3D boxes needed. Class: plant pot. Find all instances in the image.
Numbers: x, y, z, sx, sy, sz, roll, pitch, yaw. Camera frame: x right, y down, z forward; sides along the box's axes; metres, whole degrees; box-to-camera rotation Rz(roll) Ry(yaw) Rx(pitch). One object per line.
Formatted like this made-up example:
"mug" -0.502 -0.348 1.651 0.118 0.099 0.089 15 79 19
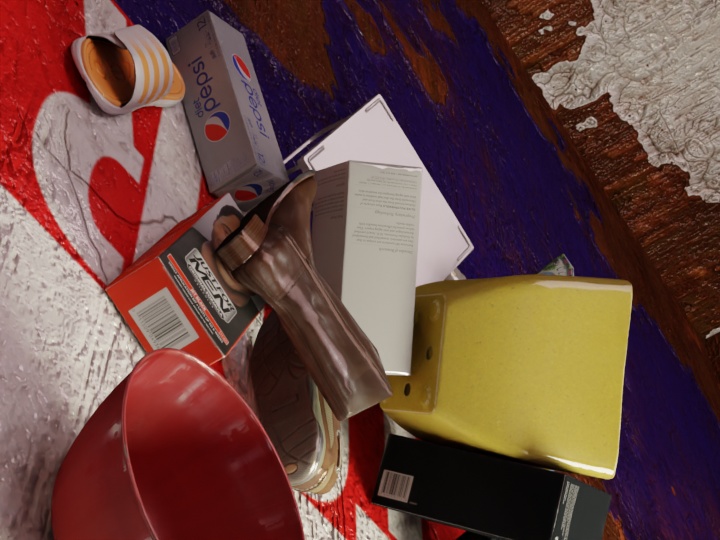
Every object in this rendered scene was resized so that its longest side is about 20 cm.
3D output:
"plant pot" 0.131 0.097 1.383 0.198 0.194 0.199 9 84 -27

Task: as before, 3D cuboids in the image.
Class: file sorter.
"file sorter" -0.003 -0.057 1.488 0.139 0.124 0.201 -43 106 -38

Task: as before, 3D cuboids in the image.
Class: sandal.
"sandal" -0.205 -0.199 1.303 0.080 0.059 0.206 61 19 0

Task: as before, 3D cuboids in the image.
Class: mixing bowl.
"mixing bowl" -0.133 0.166 0.911 0.201 0.108 0.201 50 22 -28

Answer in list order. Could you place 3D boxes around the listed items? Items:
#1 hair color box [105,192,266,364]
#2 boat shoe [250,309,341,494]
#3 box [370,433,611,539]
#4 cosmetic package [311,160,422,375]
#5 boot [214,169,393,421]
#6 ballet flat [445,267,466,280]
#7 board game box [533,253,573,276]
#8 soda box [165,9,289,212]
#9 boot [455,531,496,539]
"hair color box" -0.138 0.012 1.186 0.102 0.061 0.200 57 19 -10
"boat shoe" -0.054 0.116 1.257 0.072 0.075 0.202 47 33 -46
"box" 0.133 0.230 1.374 0.141 0.198 0.080 35 68 -56
"cosmetic package" 0.000 0.000 1.343 0.107 0.084 0.203 178 -84 -69
"boot" -0.031 0.022 1.235 0.201 0.064 0.187 51 34 -9
"ballet flat" 0.072 -0.003 1.614 0.198 0.064 0.069 26 6 -7
"board game box" 0.180 0.078 1.618 0.062 0.199 0.200 51 -8 24
"soda box" -0.139 -0.167 1.426 0.068 0.063 0.202 27 39 -57
"boot" 0.156 0.371 1.431 0.169 0.076 0.200 56 13 -4
